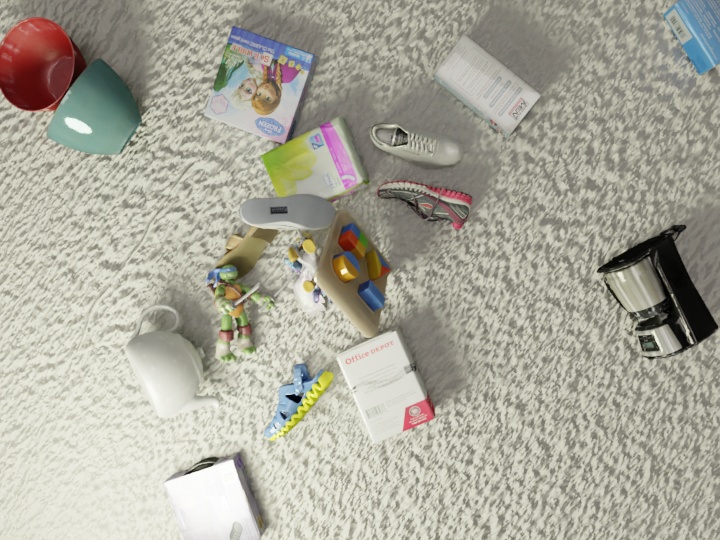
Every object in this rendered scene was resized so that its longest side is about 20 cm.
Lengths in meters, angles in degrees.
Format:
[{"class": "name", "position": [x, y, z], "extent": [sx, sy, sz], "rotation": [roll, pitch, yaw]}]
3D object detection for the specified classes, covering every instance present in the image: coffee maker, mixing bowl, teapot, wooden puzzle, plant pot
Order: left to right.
[{"class": "mixing bowl", "position": [-0.689, -0.441, 1.257], "extent": [0.197, 0.108, 0.204], "rotation": [0, 89, 11]}, {"class": "plant pot", "position": [-0.558, -0.332, 1.221], "extent": [0.134, 0.200, 0.201], "rotation": [34, 98, -23]}, {"class": "teapot", "position": [-0.414, 0.206, 1.235], "extent": [0.145, 0.197, 0.202], "rotation": [-28, 133, -26]}, {"class": "wooden puzzle", "position": [0.000, 0.000, 1.112], "extent": [0.046, 0.201, 0.186], "rotation": [-21, 123, 32]}, {"class": "coffee maker", "position": [0.590, 0.043, 1.083], "extent": [0.190, 0.135, 0.202], "rotation": [-28, 89, 8]}]

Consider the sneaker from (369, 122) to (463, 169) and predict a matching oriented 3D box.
[{"class": "sneaker", "position": [0.115, -0.260, 1.166], "extent": [0.197, 0.080, 0.078], "rotation": [12, 93, 6]}]

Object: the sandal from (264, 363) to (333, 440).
[{"class": "sandal", "position": [-0.147, 0.283, 1.238], "extent": [0.087, 0.079, 0.201], "rotation": [39, 89, 8]}]

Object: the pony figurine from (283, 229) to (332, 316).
[{"class": "pony figurine", "position": [-0.084, 0.002, 1.171], "extent": [0.165, 0.200, 0.195], "rotation": [-31, 104, 2]}]

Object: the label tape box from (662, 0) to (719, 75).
[{"class": "label tape box", "position": [0.712, -0.497, 1.075], "extent": [0.199, 0.066, 0.144], "rotation": [-32, 88, 6]}]

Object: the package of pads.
[{"class": "package of pads", "position": [-0.094, -0.212, 1.204], "extent": [0.198, 0.068, 0.156], "rotation": [-23, 89, 12]}]

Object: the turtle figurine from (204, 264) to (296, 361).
[{"class": "turtle figurine", "position": [-0.243, 0.093, 1.201], "extent": [0.197, 0.144, 0.197], "rotation": [4, 103, 1]}]

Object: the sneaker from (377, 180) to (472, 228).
[{"class": "sneaker", "position": [0.129, -0.141, 1.169], "extent": [0.197, 0.081, 0.076], "rotation": [13, 97, 7]}]

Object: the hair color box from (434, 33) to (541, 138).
[{"class": "hair color box", "position": [0.257, -0.373, 1.149], "extent": [0.199, 0.061, 0.099], "rotation": [40, 98, 5]}]

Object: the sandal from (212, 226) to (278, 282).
[{"class": "sandal", "position": [-0.256, -0.060, 1.242], "extent": [0.211, 0.077, 0.070], "rotation": [-42, 47, 26]}]

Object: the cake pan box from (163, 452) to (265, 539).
[{"class": "cake pan box", "position": [-0.334, 0.535, 1.286], "extent": [0.182, 0.052, 0.203], "rotation": [-21, 90, 7]}]

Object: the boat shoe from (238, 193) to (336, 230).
[{"class": "boat shoe", "position": [-0.150, -0.119, 1.152], "extent": [0.197, 0.065, 0.075], "rotation": [4, 87, -19]}]

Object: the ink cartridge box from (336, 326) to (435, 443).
[{"class": "ink cartridge box", "position": [0.055, 0.238, 1.197], "extent": [0.144, 0.083, 0.202], "rotation": [-24, 89, 9]}]

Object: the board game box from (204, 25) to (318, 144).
[{"class": "board game box", "position": [-0.216, -0.399, 1.226], "extent": [0.197, 0.041, 0.202], "rotation": [20, 96, 7]}]
